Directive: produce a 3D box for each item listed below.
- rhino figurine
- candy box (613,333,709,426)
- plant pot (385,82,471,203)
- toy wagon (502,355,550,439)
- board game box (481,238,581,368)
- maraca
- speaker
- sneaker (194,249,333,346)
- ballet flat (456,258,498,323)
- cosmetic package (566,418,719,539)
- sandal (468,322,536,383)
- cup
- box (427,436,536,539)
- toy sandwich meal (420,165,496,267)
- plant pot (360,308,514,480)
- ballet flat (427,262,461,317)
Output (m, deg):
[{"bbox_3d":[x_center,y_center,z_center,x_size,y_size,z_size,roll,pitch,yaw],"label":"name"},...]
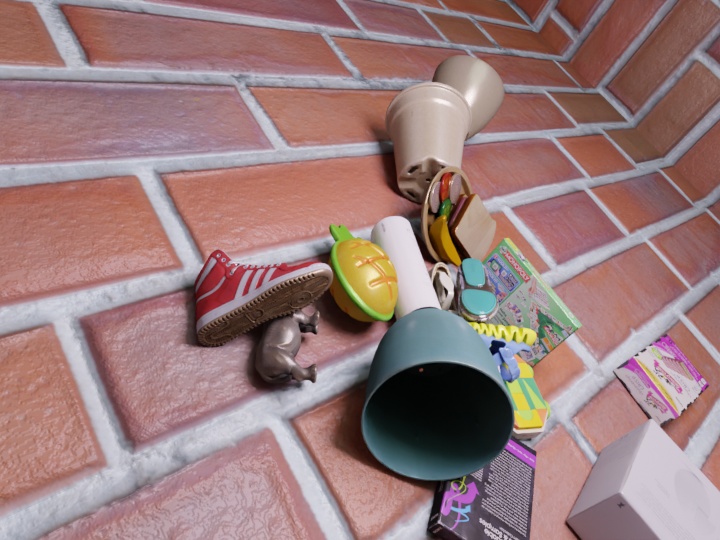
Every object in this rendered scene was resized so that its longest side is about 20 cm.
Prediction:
[{"bbox_3d":[-0.101,0.074,0.779,0.084,0.061,0.204,4,46,-6],"label":"rhino figurine"},{"bbox_3d":[0.637,0.227,1.162,0.196,0.061,0.138,-13,61,-41],"label":"candy box"},{"bbox_3d":[0.144,-0.257,1.182,0.194,0.201,0.189,18,55,-19],"label":"plant pot"},{"bbox_3d":[0.239,0.184,0.936,0.150,0.040,0.205,7,49,-31],"label":"toy wagon"},{"bbox_3d":[0.285,0.064,1.005,0.029,0.135,0.202,-7,56,-53],"label":"board game box"},{"bbox_3d":[0.000,0.000,0.888,0.136,0.106,0.203,36,25,-35],"label":"maraca"},{"bbox_3d":[0.077,0.006,0.952,0.079,0.082,0.205,7,48,-29],"label":"speaker"},{"bbox_3d":[-0.139,0.011,0.749,0.194,0.072,0.115,-24,53,-2],"label":"sneaker"},{"bbox_3d":[0.199,0.052,0.949,0.071,0.073,0.202,29,27,-7],"label":"ballet flat"},{"bbox_3d":[0.451,0.383,0.838,0.201,0.124,0.198,49,41,14],"label":"cosmetic package"},{"bbox_3d":[0.187,0.128,0.874,0.192,0.079,0.091,7,83,-6],"label":"sandal"},{"bbox_3d":[0.255,-0.417,1.410,0.196,0.200,0.146,29,66,-7],"label":"cup"},{"bbox_3d":[0.178,0.309,0.782,0.141,0.036,0.202,33,40,-3],"label":"box"},{"bbox_3d":[0.193,-0.100,1.076,0.069,0.213,0.202,9,20,41],"label":"toy sandwich meal"},{"bbox_3d":[0.100,0.151,0.756,0.195,0.204,0.163,25,29,-12],"label":"plant pot"},{"bbox_3d":[0.143,0.072,0.954,0.065,0.063,0.205,10,47,-21],"label":"ballet flat"}]
